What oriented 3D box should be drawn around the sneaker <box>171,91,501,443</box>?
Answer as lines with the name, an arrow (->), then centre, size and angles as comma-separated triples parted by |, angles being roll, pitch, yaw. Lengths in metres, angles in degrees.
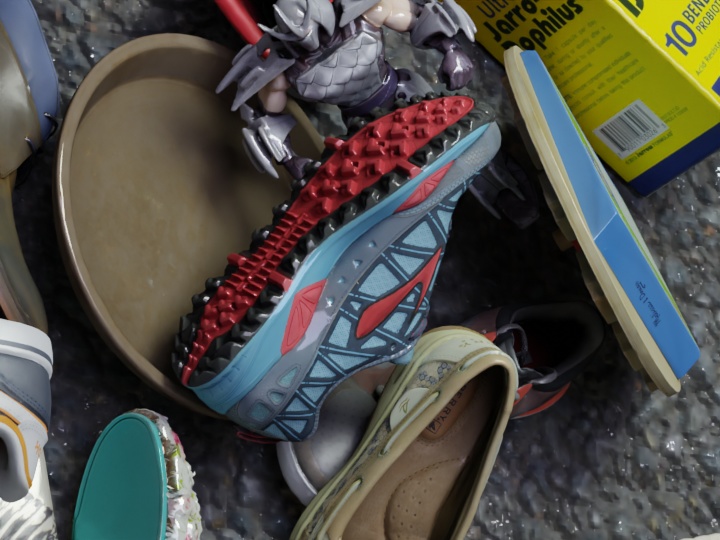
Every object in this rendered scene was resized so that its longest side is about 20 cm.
sneaker -> 0.000, 0.000, 1.397 | 0.200, 0.079, 0.096 | -45, 123, -3

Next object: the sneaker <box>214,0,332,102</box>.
sneaker -> -0.046, -0.194, 1.486 | 0.078, 0.116, 0.201 | -20, 79, 9

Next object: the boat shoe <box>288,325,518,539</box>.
boat shoe -> 0.016, 0.122, 1.401 | 0.073, 0.063, 0.201 | 22, 92, -17

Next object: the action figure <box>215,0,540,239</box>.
action figure -> 0.012, -0.084, 1.447 | 0.200, 0.130, 0.070 | 41, 30, -47

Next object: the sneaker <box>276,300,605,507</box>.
sneaker -> 0.044, 0.057, 1.469 | 0.199, 0.082, 0.077 | -28, 86, -33

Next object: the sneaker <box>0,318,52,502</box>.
sneaker -> -0.226, 0.055, 1.248 | 0.199, 0.078, 0.080 | 9, 62, -26

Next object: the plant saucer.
plant saucer -> -0.080, -0.020, 1.435 | 0.199, 0.029, 0.201 | 20, 60, -41

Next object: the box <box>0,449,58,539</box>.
box -> -0.180, 0.158, 1.319 | 0.082, 0.068, 0.201 | -5, 74, -29

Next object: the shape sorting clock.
shape sorting clock -> 0.119, -0.025, 1.501 | 0.039, 0.200, 0.201 | -28, 86, 7

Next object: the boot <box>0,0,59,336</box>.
boot -> -0.174, -0.053, 1.398 | 0.097, 0.075, 0.201 | -21, 81, -29

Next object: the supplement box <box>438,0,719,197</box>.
supplement box -> 0.138, -0.158, 1.584 | 0.200, 0.109, 0.109 | 42, 58, -8

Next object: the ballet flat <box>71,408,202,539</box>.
ballet flat -> -0.104, 0.169, 1.368 | 0.064, 0.075, 0.201 | 28, 61, -52

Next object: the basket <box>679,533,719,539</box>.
basket -> 0.139, 0.240, 1.425 | 0.123, 0.135, 0.201 | -8, 76, -34
